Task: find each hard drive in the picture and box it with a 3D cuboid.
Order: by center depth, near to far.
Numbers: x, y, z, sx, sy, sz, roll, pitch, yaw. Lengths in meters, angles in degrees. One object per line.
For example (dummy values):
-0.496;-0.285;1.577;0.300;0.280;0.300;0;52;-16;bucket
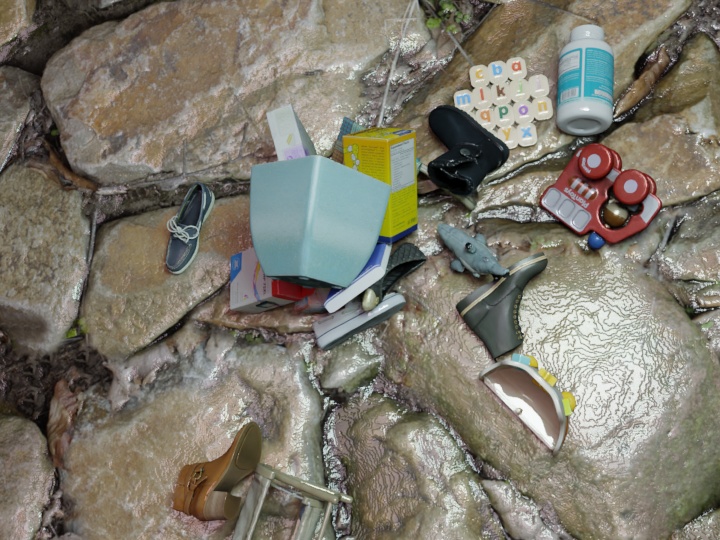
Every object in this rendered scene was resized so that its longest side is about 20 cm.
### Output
0.000;0.000;1.552;0.131;0.200;0.025;-36;102;17;hard drive

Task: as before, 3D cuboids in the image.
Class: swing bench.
-0.145;0.484;1.492;0.197;0.130;0.202;15;79;16;swing bench

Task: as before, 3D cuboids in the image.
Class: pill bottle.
0.449;-0.382;1.610;0.109;0.111;0.204;3;76;13;pill bottle

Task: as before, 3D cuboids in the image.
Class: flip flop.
0.145;-0.172;1.645;0.199;0.081;0.058;35;99;14;flip flop

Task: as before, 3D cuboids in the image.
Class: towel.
0.025;-0.208;1.660;0.199;0.022;0.148;34;123;21;towel

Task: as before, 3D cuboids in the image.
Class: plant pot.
-0.085;-0.075;1.461;0.194;0.194;0.204;-1;77;45;plant pot

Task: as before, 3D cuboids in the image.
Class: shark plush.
0.213;-0.024;1.541;0.090;0.083;0.201;-38;36;7;shark plush

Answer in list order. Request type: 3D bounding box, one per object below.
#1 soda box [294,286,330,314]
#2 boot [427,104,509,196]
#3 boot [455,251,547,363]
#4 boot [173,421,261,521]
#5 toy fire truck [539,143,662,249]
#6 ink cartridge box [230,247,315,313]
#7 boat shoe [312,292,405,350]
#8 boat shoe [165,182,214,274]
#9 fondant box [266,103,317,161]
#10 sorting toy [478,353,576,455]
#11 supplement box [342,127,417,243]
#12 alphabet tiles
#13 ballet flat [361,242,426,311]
-0.094;-0.017;1.639;0.067;0.063;0.204;8;70;-31;soda box
0.180;-0.241;1.605;0.199;0.077;0.168;37;48;19;boot
0.300;0.071;1.544;0.199;0.077;0.140;-37;74;15;boot
-0.281;0.390;1.582;0.153;0.077;0.203;-6;59;37;boot
0.465;-0.138;1.552;0.200;0.112;0.169;41;110;20;toy fire truck
-0.177;0.009;1.615;0.198;0.067;0.118;-18;67;42;ink cartridge box
-0.009;0.084;1.601;0.198;0.074;0.068;-28;73;4;boat shoe
-0.374;-0.093;1.739;0.074;0.062;0.203;22;81;15;boat shoe
-0.124;-0.225;1.647;0.057;0.200;0.147;-18;72;7;fondant box
0.311;0.216;1.437;0.107;0.180;0.200;-44;71;-2;sorting toy
0.040;-0.169;1.580;0.108;0.108;0.204;10;112;33;supplement box
0.297;-0.344;1.684;0.196;0.015;0.199;-10;76;10;alphabet tiles
0.063;0.011;1.571;0.056;0.067;0.200;26;49;20;ballet flat
